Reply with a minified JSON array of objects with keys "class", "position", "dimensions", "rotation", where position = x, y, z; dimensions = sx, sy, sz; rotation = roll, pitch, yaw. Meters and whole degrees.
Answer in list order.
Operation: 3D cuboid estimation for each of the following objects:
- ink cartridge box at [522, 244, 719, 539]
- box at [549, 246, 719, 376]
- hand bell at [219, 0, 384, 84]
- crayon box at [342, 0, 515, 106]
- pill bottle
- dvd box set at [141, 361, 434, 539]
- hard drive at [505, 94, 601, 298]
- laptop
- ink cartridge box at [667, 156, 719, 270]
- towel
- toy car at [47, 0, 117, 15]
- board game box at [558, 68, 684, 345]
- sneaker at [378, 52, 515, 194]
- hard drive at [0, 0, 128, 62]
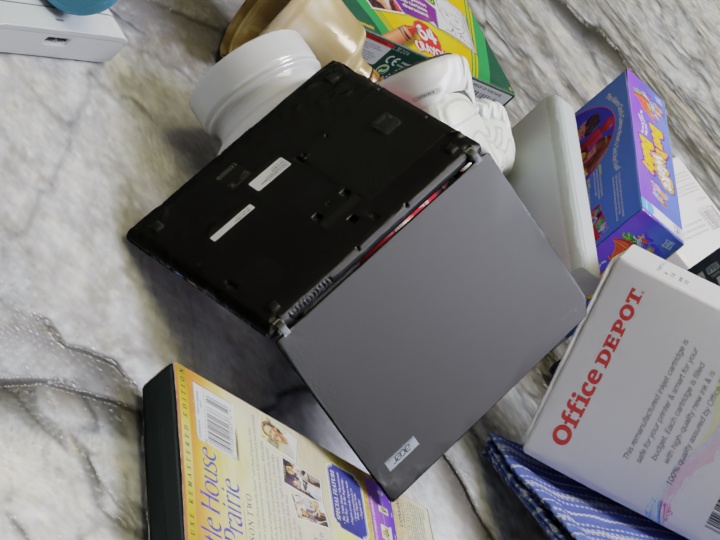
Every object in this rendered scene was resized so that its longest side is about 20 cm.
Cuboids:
[{"class":"ink cartridge box","position":[0.225,0.091,1.416],"dimensions":[0.200,0.145,0.084],"rotation":[27,12,9]},{"class":"box","position":[0.245,0.082,1.524],"dimensions":[0.051,0.200,0.158],"rotation":[23,37,-51]},{"class":"hand bell","position":[0.010,-0.127,1.538],"dimensions":[0.200,0.104,0.104],"rotation":[39,28,-20]},{"class":"crayon box","position":[0.011,-0.208,1.700],"dimensions":[0.200,0.058,0.173],"rotation":[17,41,-48]},{"class":"pill bottle","position":[-0.019,-0.047,1.379],"dimensions":[0.200,0.112,0.112],"rotation":[56,27,13]},{"class":"dvd box set","position":[-0.032,0.149,1.190],"dimensions":[0.200,0.029,0.147],"rotation":[32,31,-33]},{"class":"hard drive","position":[0.103,-0.019,1.511],"dimensions":[0.026,0.132,0.200],"rotation":[34,30,-25]},{"class":"laptop","position":[0.000,0.000,1.295],"dimensions":[0.200,0.177,0.103],"rotation":[33,-27,33]},{"class":"ink cartridge box","position":[0.264,0.016,1.773],"dimensions":[0.200,0.083,0.146],"rotation":[54,26,9]},{"class":"towel","position":[0.174,0.166,1.388],"dimensions":[0.145,0.024,0.200],"rotation":[15,18,-29]},{"class":"toy car","position":[-0.136,-0.288,1.357],"dimensions":[0.177,0.200,0.184],"rotation":[45,26,-10]},{"class":"board game box","position":[0.171,-0.048,1.655],"dimensions":[0.045,0.134,0.200],"rotation":[38,29,-21]},{"class":"sneaker","position":[0.064,-0.076,1.453],"dimensions":[0.081,0.075,0.200],"rotation":[69,11,15]},{"class":"hard drive","position":[-0.235,-0.218,1.364],"dimensions":[0.132,0.027,0.200],"rotation":[-2,56,-59]}]
